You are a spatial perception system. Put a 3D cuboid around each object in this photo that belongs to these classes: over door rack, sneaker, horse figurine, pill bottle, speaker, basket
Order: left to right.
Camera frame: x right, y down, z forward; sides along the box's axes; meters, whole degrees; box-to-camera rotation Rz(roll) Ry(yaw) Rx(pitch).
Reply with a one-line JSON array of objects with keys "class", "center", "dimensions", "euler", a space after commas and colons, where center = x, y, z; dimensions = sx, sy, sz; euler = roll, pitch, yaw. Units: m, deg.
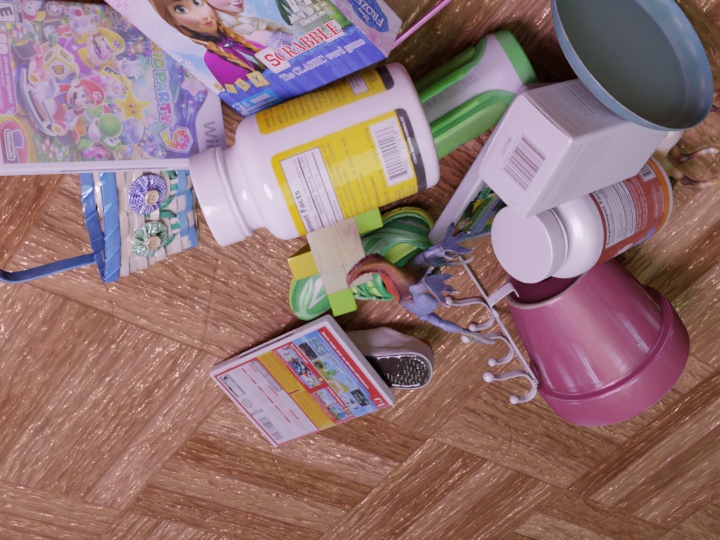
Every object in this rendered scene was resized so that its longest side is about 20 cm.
[{"class": "basket", "center": [-0.255, -0.079, 0.796], "dimensions": [0.198, 0.140, 0.178], "euler": [-10, 132, -18]}, {"class": "pill bottle", "center": [-0.040, -0.093, 0.725], "dimensions": [0.198, 0.112, 0.112], "euler": [-20, 133, -1]}, {"class": "sneaker", "center": [-0.003, 0.110, 1.085], "dimensions": [0.197, 0.085, 0.074], "euler": [5, 112, 9]}, {"class": "sneaker", "center": [0.000, 0.000, 0.974], "dimensions": [0.199, 0.084, 0.074], "euler": [-32, 131, 14]}, {"class": "speaker", "center": [0.079, -0.159, 0.857], "dimensions": [0.199, 0.089, 0.089], "euler": [-30, 132, 11]}, {"class": "over door rack", "center": [0.147, 0.053, 1.021], "dimensions": [0.066, 0.148, 0.201], "euler": [-24, 133, -1]}, {"class": "pill bottle", "center": [0.240, -0.059, 0.924], "dimensions": [0.199, 0.112, 0.113], "euler": [-23, 139, -33]}, {"class": "horse figurine", "center": [0.358, -0.158, 0.957], "dimensions": [0.131, 0.050, 0.201], "euler": [4, 136, -3]}]

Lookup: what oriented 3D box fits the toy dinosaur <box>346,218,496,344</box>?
[{"class": "toy dinosaur", "center": [0.059, 0.007, 0.885], "dimensions": [0.198, 0.106, 0.181], "euler": [13, 162, -15]}]

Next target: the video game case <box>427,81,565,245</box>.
[{"class": "video game case", "center": [0.178, -0.115, 0.903], "dimensions": [0.181, 0.022, 0.201], "euler": [-15, 146, -44]}]

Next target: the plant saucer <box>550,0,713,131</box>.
[{"class": "plant saucer", "center": [0.252, -0.213, 0.797], "dimensions": [0.198, 0.202, 0.027], "euler": [14, 150, -26]}]

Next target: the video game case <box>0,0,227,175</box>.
[{"class": "video game case", "center": [-0.216, -0.156, 0.722], "dimensions": [0.198, 0.145, 0.018], "euler": [-6, 174, -32]}]

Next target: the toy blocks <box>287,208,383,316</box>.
[{"class": "toy blocks", "center": [-0.040, -0.075, 0.868], "dimensions": [0.099, 0.137, 0.202], "euler": [-18, 114, -1]}]

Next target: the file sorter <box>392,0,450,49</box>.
[{"class": "file sorter", "center": [-0.017, -0.290, 0.688], "dimensions": [0.138, 0.126, 0.200], "euler": [-36, 130, 16]}]

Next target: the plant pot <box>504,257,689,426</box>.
[{"class": "plant pot", "center": [0.276, 0.060, 1.045], "dimensions": [0.199, 0.201, 0.179], "euler": [-34, 116, 14]}]

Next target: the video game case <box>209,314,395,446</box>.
[{"class": "video game case", "center": [-0.075, 0.143, 1.056], "dimensions": [0.199, 0.018, 0.143], "euler": [-25, 115, 30]}]

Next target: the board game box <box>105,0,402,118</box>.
[{"class": "board game box", "center": [-0.102, -0.217, 0.664], "dimensions": [0.199, 0.041, 0.199], "euler": [38, 151, -30]}]

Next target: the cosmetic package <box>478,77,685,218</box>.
[{"class": "cosmetic package", "center": [0.218, -0.130, 0.823], "dimensions": [0.199, 0.074, 0.102], "euler": [-21, 151, -39]}]
